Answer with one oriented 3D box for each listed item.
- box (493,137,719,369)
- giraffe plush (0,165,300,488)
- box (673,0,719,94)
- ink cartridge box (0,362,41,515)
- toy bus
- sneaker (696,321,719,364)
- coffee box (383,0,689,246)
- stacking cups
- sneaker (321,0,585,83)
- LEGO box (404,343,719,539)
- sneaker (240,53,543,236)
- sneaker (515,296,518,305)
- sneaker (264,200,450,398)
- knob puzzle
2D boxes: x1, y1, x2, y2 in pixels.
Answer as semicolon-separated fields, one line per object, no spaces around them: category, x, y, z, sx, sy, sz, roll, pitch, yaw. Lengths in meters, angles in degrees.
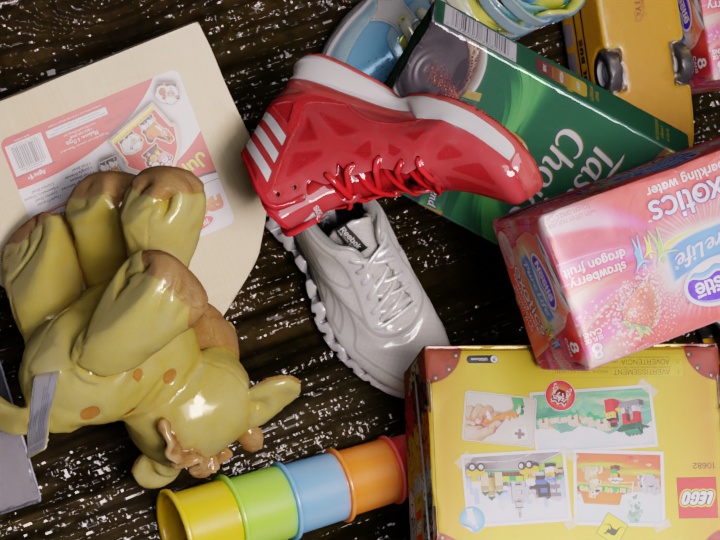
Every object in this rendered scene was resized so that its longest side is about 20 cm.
box;0.198;-0.017;1.580;0.199;0.095;0.103;-19;95;-15
giraffe plush;-0.127;0.055;1.579;0.162;0.172;0.201;34;62;-39
box;0.306;-0.186;1.789;0.199;0.095;0.101;-8;89;-20
ink cartridge box;-0.319;0.080;1.572;0.197;0.043;0.201;-18;90;-20
toy bus;0.180;-0.174;1.752;0.065;0.078;0.202;-8;88;-19
sneaker;0.203;-0.005;1.747;0.199;0.078;0.083;32;81;-12
coffee box;0.105;-0.079;1.665;0.199;0.044;0.123;28;114;-11
stacking cups;-0.033;0.142;1.661;0.199;0.060;0.061;-18;91;-22
sneaker;0.067;-0.172;1.684;0.199;0.130;0.080;-35;98;-18
LEGO box;0.134;0.128;1.635;0.198;0.077;0.150;0;76;-8
sneaker;0.011;-0.053;1.571;0.116;0.199;0.078;-54;140;-18
sneaker;0.173;0.084;1.732;0.200;0.078;0.090;42;90;-3
sneaker;0.000;0.000;1.673;0.075;0.081;0.201;-38;100;-20
knob puzzle;-0.150;-0.038;1.645;0.218;0.030;0.222;-2;99;-14
